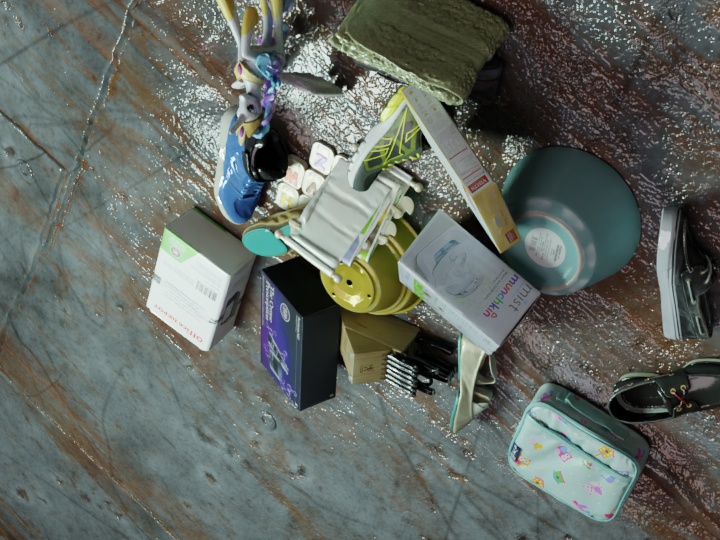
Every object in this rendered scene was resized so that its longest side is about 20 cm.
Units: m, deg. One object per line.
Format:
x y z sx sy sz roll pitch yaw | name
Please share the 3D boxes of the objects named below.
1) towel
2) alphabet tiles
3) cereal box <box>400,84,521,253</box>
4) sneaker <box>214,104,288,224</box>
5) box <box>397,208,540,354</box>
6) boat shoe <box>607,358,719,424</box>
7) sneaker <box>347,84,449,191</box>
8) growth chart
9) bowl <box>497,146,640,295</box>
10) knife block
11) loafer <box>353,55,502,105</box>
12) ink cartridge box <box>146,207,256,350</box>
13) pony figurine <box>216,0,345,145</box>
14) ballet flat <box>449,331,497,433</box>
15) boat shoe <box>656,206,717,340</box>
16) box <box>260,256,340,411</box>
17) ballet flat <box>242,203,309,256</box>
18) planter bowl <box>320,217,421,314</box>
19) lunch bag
0.075 -0.298 1.369 0.198 0.149 0.037 28 158 17 | towel
-0.043 -0.095 1.679 0.198 0.015 0.197 31 133 14 | alphabet tiles
0.128 -0.133 1.373 0.201 0.039 0.144 61 -175 33 | cereal box
-0.165 -0.144 1.680 0.111 0.076 0.203 34 130 36 | sneaker
0.144 0.024 1.494 0.176 0.097 0.200 39 176 8 | box
0.432 0.170 1.483 0.199 0.063 0.075 -14 108 40 | boat shoe
0.051 -0.175 1.505 0.084 0.075 0.201 35 127 2 | sneaker
-0.014 -0.083 1.584 0.144 0.018 0.201 41 94 12 | growth chart
0.256 -0.048 1.429 0.198 0.105 0.203 20 130 25 | bowl
0.057 0.116 1.731 0.172 0.201 0.065 -5 128 -14 | knife block
0.084 -0.254 1.412 0.196 0.072 0.064 10 128 9 | loafer
-0.278 0.017 1.879 0.145 0.084 0.201 35 134 12 | ink cartridge box
-0.128 -0.288 1.498 0.164 0.192 0.204 8 112 29 | pony figurine
0.176 0.176 1.675 0.069 0.069 0.203 20 129 24 | ballet flat
0.418 0.003 1.382 0.070 0.073 0.202 2 131 25 | boat shoe
-0.101 0.104 1.779 0.141 0.078 0.203 42 141 40 | box
-0.112 -0.065 1.699 0.199 0.063 0.069 -8 129 52 | ballet flat
0.000 0.000 1.645 0.198 0.083 0.203 19 129 25 | planter bowl
0.320 0.268 1.620 0.198 0.077 0.162 29 133 16 | lunch bag
